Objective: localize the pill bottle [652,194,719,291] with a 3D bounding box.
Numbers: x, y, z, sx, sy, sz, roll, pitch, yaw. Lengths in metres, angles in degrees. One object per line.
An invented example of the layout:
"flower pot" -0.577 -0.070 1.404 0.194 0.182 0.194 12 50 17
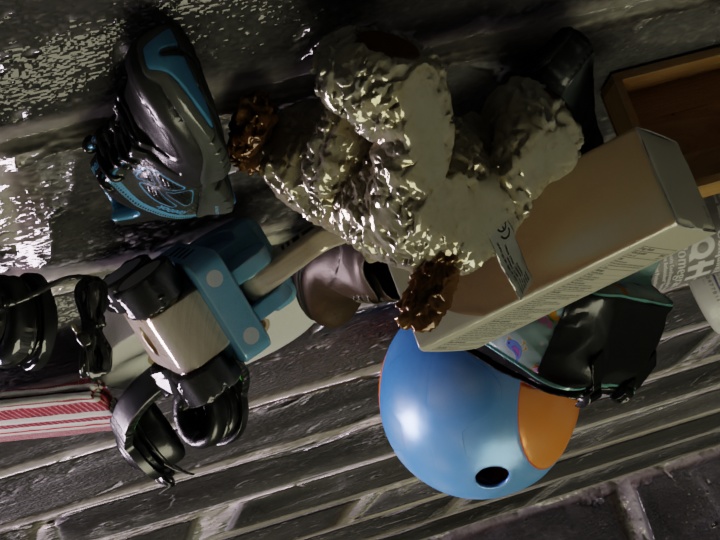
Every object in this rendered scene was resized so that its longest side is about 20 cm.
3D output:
"pill bottle" 0.281 -0.047 1.274 0.197 0.112 0.111 -16 162 -10

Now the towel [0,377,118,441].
"towel" -0.279 0.120 1.261 0.142 0.023 0.200 -6 167 -2

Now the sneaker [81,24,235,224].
"sneaker" -0.119 -0.070 0.848 0.081 0.074 0.200 -15 161 -6

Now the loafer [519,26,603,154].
"loafer" 0.137 -0.102 1.005 0.068 0.070 0.201 -48 169 -13

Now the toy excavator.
"toy excavator" -0.069 -0.001 1.047 0.199 0.101 0.194 -38 -164 -16

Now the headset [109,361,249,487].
"headset" -0.164 0.123 1.274 0.122 0.094 0.201 -23 149 -28

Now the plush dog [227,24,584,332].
"plush dog" 0.012 -0.059 0.902 0.198 0.163 0.171 10 -172 -39

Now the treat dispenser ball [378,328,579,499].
"treat dispenser ball" 0.116 0.121 1.444 0.198 0.203 0.201 -17 162 -6

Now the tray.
"tray" 0.287 -0.117 1.092 0.197 0.100 0.037 -15 164 -14

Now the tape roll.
"tape roll" -0.130 0.045 1.233 0.200 0.037 0.203 -17 161 -6

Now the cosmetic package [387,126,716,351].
"cosmetic package" 0.129 -0.017 1.002 0.198 0.072 0.105 -28 166 23

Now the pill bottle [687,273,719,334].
"pill bottle" 0.423 -0.029 1.463 0.198 0.121 0.119 -26 161 20

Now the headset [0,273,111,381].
"headset" -0.250 0.045 0.991 0.198 0.095 0.123 -15 167 27

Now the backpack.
"backpack" 0.131 0.004 1.158 0.198 0.155 0.175 20 -170 31

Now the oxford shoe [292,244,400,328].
"oxford shoe" 0.000 0.000 1.122 0.072 0.085 0.201 -19 157 -25
